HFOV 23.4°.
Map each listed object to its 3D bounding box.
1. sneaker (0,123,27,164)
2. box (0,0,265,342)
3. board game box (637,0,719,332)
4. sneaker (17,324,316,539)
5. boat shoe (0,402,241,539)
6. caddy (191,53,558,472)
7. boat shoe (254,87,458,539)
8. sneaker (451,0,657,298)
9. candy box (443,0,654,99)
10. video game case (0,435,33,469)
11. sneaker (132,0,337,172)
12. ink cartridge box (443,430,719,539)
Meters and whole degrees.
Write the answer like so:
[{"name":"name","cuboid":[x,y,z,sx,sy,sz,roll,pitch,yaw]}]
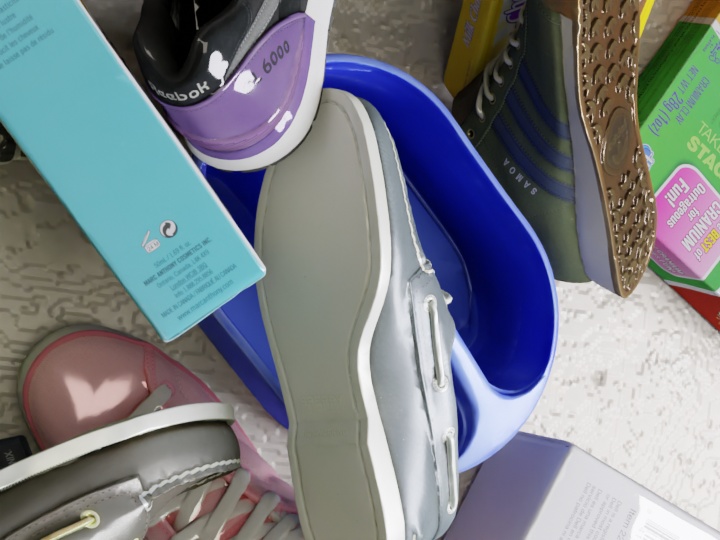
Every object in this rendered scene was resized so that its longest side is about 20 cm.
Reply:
[{"name":"sneaker","cuboid":[-0.175,-0.145,0.713,0.078,0.090,0.201,-13,107,-38]},{"name":"box","cuboid":[-0.114,-0.073,0.649,0.049,0.082,0.200,-35,112,-2]},{"name":"board game box","cuboid":[0.223,-0.039,0.903,0.200,0.040,0.153,40,77,-17]},{"name":"sneaker","cuboid":[-0.063,0.103,0.757,0.075,0.105,0.200,-44,104,-14]},{"name":"boat shoe","cuboid":[-0.124,0.103,0.665,0.201,0.072,0.061,-18,76,-39]},{"name":"caddy","cuboid":[0.000,0.000,0.779,0.141,0.105,0.200,-42,104,-17]},{"name":"boat shoe","cuboid":[0.005,0.025,0.714,0.062,0.073,0.201,-11,99,-45]},{"name":"sneaker","cuboid":[0.078,-0.077,0.790,0.067,0.089,0.201,-49,139,-40]},{"name":"candy box","cuboid":[0.101,-0.155,0.784,0.102,0.200,0.026,-16,59,-19]},{"name":"video game case","cuboid":[-0.212,0.133,0.684,0.199,0.143,0.019,-10,126,-22]},{"name":"sneaker","cuboid":[-0.044,-0.147,0.675,0.075,0.088,0.201,-3,69,18]},{"name":"ink cartridge box","cuboid":[0.129,0.188,0.843,0.199,0.087,0.146,31,80,-17]}]
